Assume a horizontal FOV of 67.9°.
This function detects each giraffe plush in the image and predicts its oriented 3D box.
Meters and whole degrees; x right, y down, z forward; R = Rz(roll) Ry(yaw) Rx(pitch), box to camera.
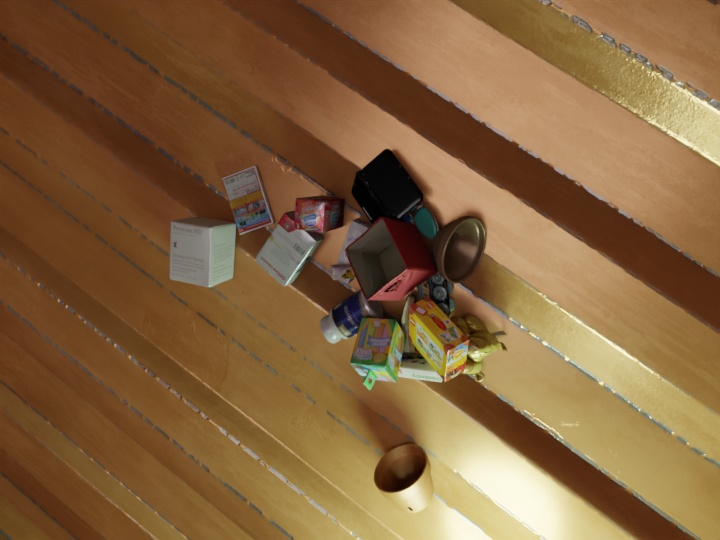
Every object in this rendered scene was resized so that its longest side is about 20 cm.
[{"bbox_3d":[0.344,0.253,1.670,0.196,0.174,0.164,12,120,-21],"label":"giraffe plush"}]

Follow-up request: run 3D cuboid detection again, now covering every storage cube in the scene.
[{"bbox_3d":[0.092,-0.027,1.580,0.170,0.178,0.203,-39,65,30],"label":"storage cube"}]

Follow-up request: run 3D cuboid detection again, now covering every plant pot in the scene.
[{"bbox_3d":[0.281,-0.071,1.606,0.092,0.198,0.205,26,111,44],"label":"plant pot"},{"bbox_3d":[0.160,0.709,1.797,0.197,0.201,0.142,-20,113,20],"label":"plant pot"}]

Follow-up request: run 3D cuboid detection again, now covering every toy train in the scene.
[{"bbox_3d":[0.230,0.064,1.689,0.112,0.085,0.205,-3,104,31],"label":"toy train"}]

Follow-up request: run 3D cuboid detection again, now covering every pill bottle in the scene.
[{"bbox_3d":[-0.032,0.154,1.766,0.198,0.116,0.117,-33,91,21],"label":"pill bottle"}]

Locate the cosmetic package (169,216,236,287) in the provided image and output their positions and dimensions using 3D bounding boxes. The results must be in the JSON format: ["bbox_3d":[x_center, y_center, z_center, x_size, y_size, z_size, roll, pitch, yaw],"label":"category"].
[{"bbox_3d":[-0.544,-0.070,1.850,0.164,0.166,0.205,9,103,15],"label":"cosmetic package"}]

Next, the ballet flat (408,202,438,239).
[{"bbox_3d":[0.181,-0.185,1.651,0.070,0.065,0.202,-40,81,28],"label":"ballet flat"}]

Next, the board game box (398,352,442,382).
[{"bbox_3d":[0.176,0.309,1.728,0.195,0.126,0.035,4,103,16],"label":"board game box"}]

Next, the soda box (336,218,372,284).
[{"bbox_3d":[-0.026,-0.063,1.743,0.062,0.068,0.204,24,107,10],"label":"soda box"}]

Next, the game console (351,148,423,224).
[{"bbox_3d":[0.078,-0.233,1.654,0.115,0.177,0.202,-28,74,-22],"label":"game console"}]

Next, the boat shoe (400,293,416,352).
[{"bbox_3d":[0.166,0.174,1.737,0.065,0.074,0.204,9,114,11],"label":"boat shoe"}]

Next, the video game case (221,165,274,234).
[{"bbox_3d":[-0.388,-0.241,1.843,0.140,0.017,0.204,-15,97,19],"label":"video game case"}]

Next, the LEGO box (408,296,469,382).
[{"bbox_3d":[0.229,0.205,1.602,0.200,0.076,0.151,49,153,40],"label":"LEGO box"}]

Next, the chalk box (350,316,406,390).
[{"bbox_3d":[0.052,0.264,1.647,0.121,0.125,0.204,1,59,23],"label":"chalk box"}]

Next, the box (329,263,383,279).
[{"bbox_3d":[0.000,0.000,1.706,0.195,0.041,0.040,-4,110,-19],"label":"box"}]

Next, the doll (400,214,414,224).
[{"bbox_3d":[0.126,-0.112,1.696,0.135,0.048,0.203,-27,93,19],"label":"doll"}]

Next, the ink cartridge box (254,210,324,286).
[{"bbox_3d":[-0.240,-0.074,1.798,0.145,0.083,0.201,40,110,5],"label":"ink cartridge box"}]

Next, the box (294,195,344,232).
[{"bbox_3d":[-0.125,-0.179,1.678,0.097,0.200,0.098,9,102,15],"label":"box"}]
